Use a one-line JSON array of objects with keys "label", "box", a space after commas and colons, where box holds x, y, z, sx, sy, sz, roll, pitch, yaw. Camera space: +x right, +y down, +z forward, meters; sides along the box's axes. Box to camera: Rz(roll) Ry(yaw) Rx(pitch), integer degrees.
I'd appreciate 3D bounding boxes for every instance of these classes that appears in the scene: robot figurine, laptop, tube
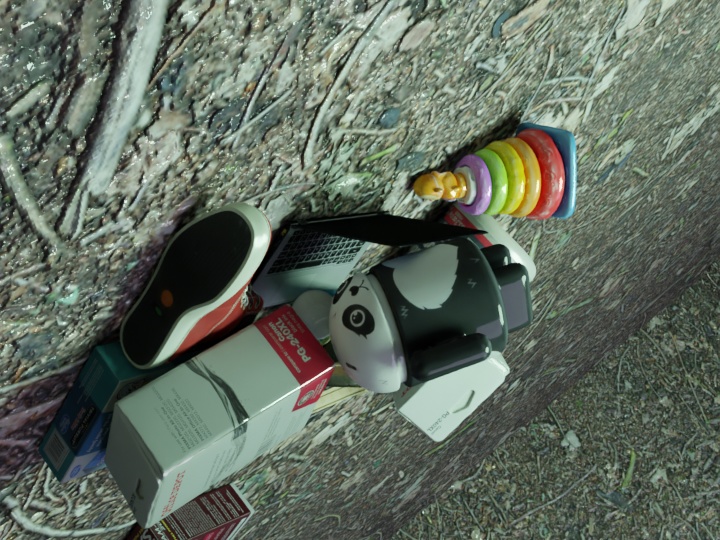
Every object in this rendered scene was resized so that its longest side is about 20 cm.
[{"label": "robot figurine", "box": [0.066, 0.040, 0.941, 0.198, 0.126, 0.150, -18, 173, -9]}, {"label": "laptop", "box": [0.000, 0.000, 1.026, 0.186, 0.116, 0.201, -10, 142, -55]}, {"label": "tube", "box": [-0.042, 0.044, 1.078, 0.077, 0.051, 0.200, -19, 180, 3]}]

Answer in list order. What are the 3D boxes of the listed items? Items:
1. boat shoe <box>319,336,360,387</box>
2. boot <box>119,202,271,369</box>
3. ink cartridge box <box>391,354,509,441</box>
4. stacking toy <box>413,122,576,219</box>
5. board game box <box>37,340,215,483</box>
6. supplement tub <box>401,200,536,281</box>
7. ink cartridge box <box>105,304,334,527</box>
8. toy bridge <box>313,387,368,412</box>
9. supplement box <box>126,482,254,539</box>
[{"label": "boat shoe", "box": [-0.034, 0.092, 1.147, 0.075, 0.075, 0.200, 2, -176, -8]}, {"label": "boot", "box": [-0.118, 0.007, 0.893, 0.200, 0.073, 0.144, -46, 162, 31]}, {"label": "ink cartridge box", "box": [0.112, 0.124, 1.371, 0.145, 0.083, 0.200, -46, -159, 11]}, {"label": "stacking toy", "box": [0.150, -0.105, 1.134, 0.198, 0.116, 0.111, -11, 109, -26]}, {"label": "board game box", "box": [-0.209, 0.126, 0.987, 0.199, 0.047, 0.152, -12, 144, -54]}, {"label": "supplement tub", "box": [0.112, 0.020, 1.238, 0.200, 0.141, 0.140, -45, 160, 5]}, {"label": "ink cartridge box", "box": [-0.137, 0.139, 0.924, 0.199, 0.084, 0.146, -29, 161, -32]}, {"label": "toy bridge", "box": [-0.085, 0.172, 1.203, 0.198, 0.028, 0.067, -20, -179, 12]}, {"label": "supplement box", "box": [-0.255, 0.385, 1.398, 0.109, 0.061, 0.199, -52, 159, 22]}]
